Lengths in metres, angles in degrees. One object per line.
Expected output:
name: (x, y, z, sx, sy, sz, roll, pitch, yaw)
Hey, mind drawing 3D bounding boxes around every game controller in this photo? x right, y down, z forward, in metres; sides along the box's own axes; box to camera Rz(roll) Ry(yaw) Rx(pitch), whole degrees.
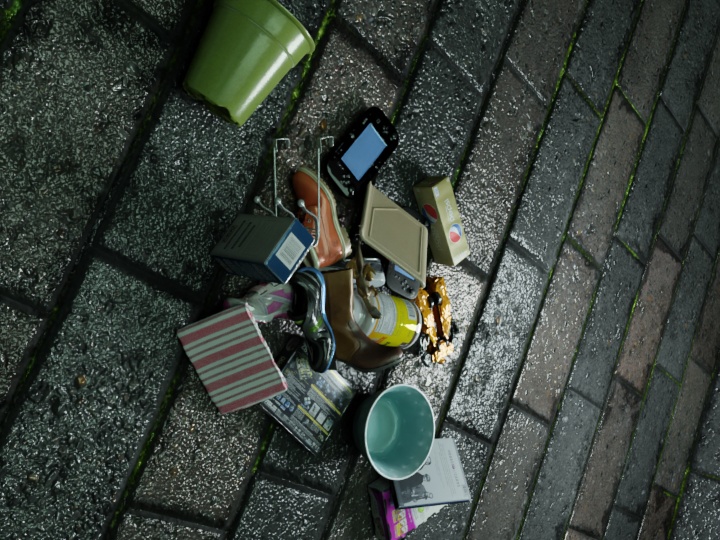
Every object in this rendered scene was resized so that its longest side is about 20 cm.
game controller: (0.003, -0.248, 1.493, 0.201, 0.042, 0.105, -53, 126, -23)
game controller: (0.105, -0.040, 1.599, 0.104, 0.041, 0.205, 30, 64, -41)

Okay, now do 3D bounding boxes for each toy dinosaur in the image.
toy dinosaur: (0.000, 0.000, 1.438, 0.059, 0.106, 0.205, -10, 74, 1)

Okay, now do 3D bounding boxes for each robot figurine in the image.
robot figurine: (0.170, 0.125, 1.686, 0.143, 0.058, 0.205, -22, 109, -36)

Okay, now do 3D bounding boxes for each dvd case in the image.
dvd case: (0.153, 0.469, 1.654, 0.196, 0.025, 0.153, 4, 55, -27)

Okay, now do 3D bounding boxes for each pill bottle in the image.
pill bottle: (0.032, 0.102, 1.529, 0.197, 0.108, 0.112, 16, 86, -40)

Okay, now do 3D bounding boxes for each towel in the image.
towel: (-0.234, 0.165, 1.313, 0.143, 0.030, 0.203, -20, 114, 5)

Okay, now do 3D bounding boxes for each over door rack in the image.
over door rack: (-0.131, -0.154, 1.331, 0.066, 0.146, 0.206, 6, 92, -46)

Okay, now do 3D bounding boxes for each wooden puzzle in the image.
wooden puzzle: (0.070, -0.076, 1.514, 0.199, 0.037, 0.187, 39, 35, -24)

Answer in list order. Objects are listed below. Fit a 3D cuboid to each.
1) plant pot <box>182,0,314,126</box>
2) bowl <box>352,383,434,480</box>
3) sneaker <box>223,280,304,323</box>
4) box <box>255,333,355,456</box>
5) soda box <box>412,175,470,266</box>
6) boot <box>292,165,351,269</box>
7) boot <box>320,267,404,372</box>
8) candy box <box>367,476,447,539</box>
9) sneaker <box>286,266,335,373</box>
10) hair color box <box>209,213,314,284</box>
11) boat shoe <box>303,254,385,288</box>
plant pot: (-0.210, -0.362, 1.228, 0.199, 0.199, 0.192, 35, 87, -38)
bowl: (0.060, 0.351, 1.578, 0.197, 0.104, 0.207, 3, 86, -36)
sneaker: (-0.180, 0.049, 1.364, 0.198, 0.080, 0.091, -2, 96, -49)
box: (-0.114, 0.257, 1.462, 0.163, 0.049, 0.201, -55, 126, -20)
soda box: (0.190, -0.115, 1.665, 0.064, 0.067, 0.204, -33, 116, -33)
boot: (-0.098, -0.100, 1.397, 0.106, 0.074, 0.204, -30, 101, -33)
boot: (-0.010, 0.092, 1.402, 0.068, 0.184, 0.205, -32, 119, -62)
candy box: (0.114, 0.535, 1.688, 0.197, 0.060, 0.140, -19, 106, -37)
sneaker: (-0.101, 0.098, 1.354, 0.082, 0.070, 0.205, -17, 102, -44)
hair color box: (-0.178, -0.041, 1.268, 0.061, 0.198, 0.101, 47, 67, -33)
boat shoe: (-0.037, -0.006, 1.485, 0.196, 0.072, 0.069, 2, 67, -30)
